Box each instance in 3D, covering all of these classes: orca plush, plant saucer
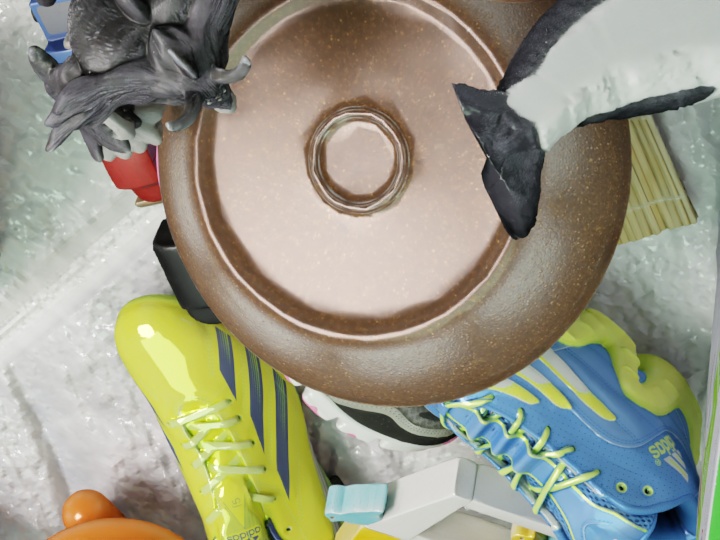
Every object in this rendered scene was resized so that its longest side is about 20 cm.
[{"bbox_3d":[0.116,-0.076,0.922,0.105,0.200,0.071,43,156,4],"label":"orca plush"},{"bbox_3d":[0.005,-0.044,0.977,0.200,0.037,0.201,2,96,21],"label":"plant saucer"}]

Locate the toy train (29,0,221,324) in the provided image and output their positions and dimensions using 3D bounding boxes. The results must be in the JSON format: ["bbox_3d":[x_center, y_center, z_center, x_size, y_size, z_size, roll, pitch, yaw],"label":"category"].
[{"bbox_3d":[-0.096,-0.055,1.081,0.034,0.046,0.200,-8,127,24],"label":"toy train"}]

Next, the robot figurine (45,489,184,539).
[{"bbox_3d":[-0.112,0.191,1.223,0.144,0.117,0.200,34,167,17],"label":"robot figurine"}]

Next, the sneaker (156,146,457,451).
[{"bbox_3d":[0.000,0.000,1.079,0.087,0.074,0.200,-22,119,33],"label":"sneaker"}]

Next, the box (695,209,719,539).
[{"bbox_3d":[0.183,0.038,0.981,0.097,0.177,0.200,6,131,7],"label":"box"}]

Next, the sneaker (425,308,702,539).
[{"bbox_3d":[0.082,0.063,1.046,0.200,0.105,0.076,21,126,-37],"label":"sneaker"}]

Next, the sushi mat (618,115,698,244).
[{"bbox_3d":[0.062,-0.087,1.024,0.096,0.012,0.200,-10,126,26],"label":"sushi mat"}]

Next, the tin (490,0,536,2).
[{"bbox_3d":[-0.014,-0.153,0.916,0.200,0.112,0.042,23,118,7],"label":"tin"}]

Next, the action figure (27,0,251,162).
[{"bbox_3d":[-0.084,-0.106,0.942,0.119,0.200,0.102,-45,141,8],"label":"action figure"}]

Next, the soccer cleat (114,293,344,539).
[{"bbox_3d":[-0.055,0.096,1.175,0.065,0.084,0.200,-13,125,27],"label":"soccer cleat"}]

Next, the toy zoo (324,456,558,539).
[{"bbox_3d":[0.075,0.132,1.151,0.200,0.020,0.131,20,152,-18],"label":"toy zoo"}]
